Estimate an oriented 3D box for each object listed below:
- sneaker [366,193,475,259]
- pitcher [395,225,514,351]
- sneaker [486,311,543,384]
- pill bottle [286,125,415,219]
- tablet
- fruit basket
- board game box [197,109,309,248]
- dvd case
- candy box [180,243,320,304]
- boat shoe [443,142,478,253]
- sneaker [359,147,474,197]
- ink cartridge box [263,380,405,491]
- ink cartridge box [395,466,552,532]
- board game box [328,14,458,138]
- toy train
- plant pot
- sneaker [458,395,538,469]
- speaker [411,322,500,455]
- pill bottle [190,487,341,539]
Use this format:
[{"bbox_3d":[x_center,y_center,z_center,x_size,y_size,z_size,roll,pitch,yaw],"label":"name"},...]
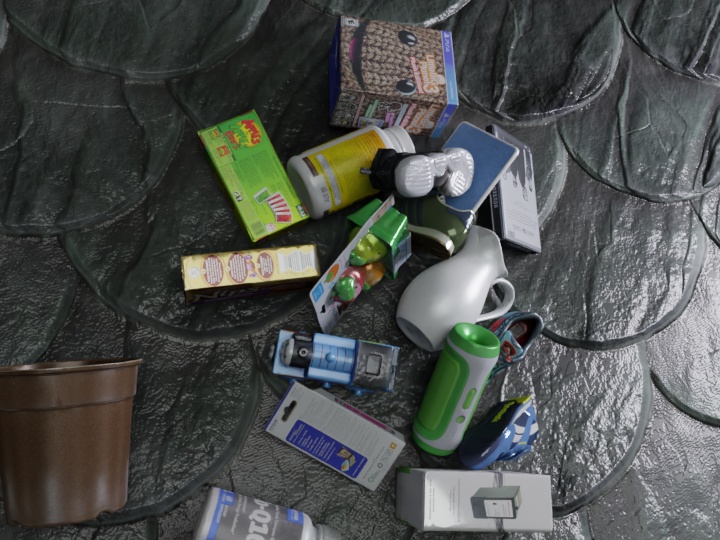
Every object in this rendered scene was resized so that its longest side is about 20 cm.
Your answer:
[{"bbox_3d":[0.101,-0.088,1.113,0.090,0.200,0.067,-45,133,-14],"label":"sneaker"},{"bbox_3d":[0.165,0.052,1.130,0.200,0.121,0.172,-45,118,-17],"label":"pitcher"},{"bbox_3d":[0.221,0.128,1.129,0.200,0.096,0.079,-41,89,-18],"label":"sneaker"},{"bbox_3d":[-0.012,-0.169,1.130,0.200,0.109,0.109,-25,85,-17],"label":"pill bottle"},{"bbox_3d":[0.158,-0.145,1.142,0.130,0.014,0.200,38,93,37],"label":"tablet"},{"bbox_3d":[0.000,0.000,1.060,0.094,0.185,0.200,27,69,16],"label":"fruit basket"},{"bbox_3d":[-0.175,-0.149,1.118,0.101,0.048,0.200,-26,85,-18],"label":"board game box"},{"bbox_3d":[0.265,-0.137,1.190,0.150,0.025,0.200,13,71,-52],"label":"dvd case"},{"bbox_3d":[-0.170,0.006,1.050,0.200,0.117,0.057,-7,79,-15],"label":"candy box"},{"bbox_3d":[0.165,-0.129,1.192,0.074,0.063,0.202,14,83,-51],"label":"boat shoe"},{"bbox_3d":[0.088,-0.158,1.068,0.200,0.114,0.076,-12,112,-48],"label":"sneaker"},{"bbox_3d":[-0.039,0.250,1.054,0.200,0.037,0.095,30,100,-8],"label":"ink cartridge box"},{"bbox_3d":[0.168,0.346,1.044,0.200,0.146,0.084,6,76,-13],"label":"ink cartridge box"},{"bbox_3d":[0.052,-0.328,1.171,0.200,0.097,0.160,4,65,-13],"label":"board game box"},{"bbox_3d":[-0.039,0.139,1.054,0.200,0.114,0.087,12,75,-11],"label":"toy train"},{"bbox_3d":[-0.395,0.223,0.919,0.200,0.200,0.199,-1,86,-14],"label":"plant pot"},{"bbox_3d":[0.227,0.269,1.081,0.200,0.074,0.082,-24,96,-47],"label":"sneaker"},{"bbox_3d":[0.144,0.183,1.058,0.088,0.088,0.200,14,112,-10],"label":"speaker"},{"bbox_3d":[-0.136,0.390,0.977,0.200,0.114,0.114,19,74,-9],"label":"pill bottle"}]
